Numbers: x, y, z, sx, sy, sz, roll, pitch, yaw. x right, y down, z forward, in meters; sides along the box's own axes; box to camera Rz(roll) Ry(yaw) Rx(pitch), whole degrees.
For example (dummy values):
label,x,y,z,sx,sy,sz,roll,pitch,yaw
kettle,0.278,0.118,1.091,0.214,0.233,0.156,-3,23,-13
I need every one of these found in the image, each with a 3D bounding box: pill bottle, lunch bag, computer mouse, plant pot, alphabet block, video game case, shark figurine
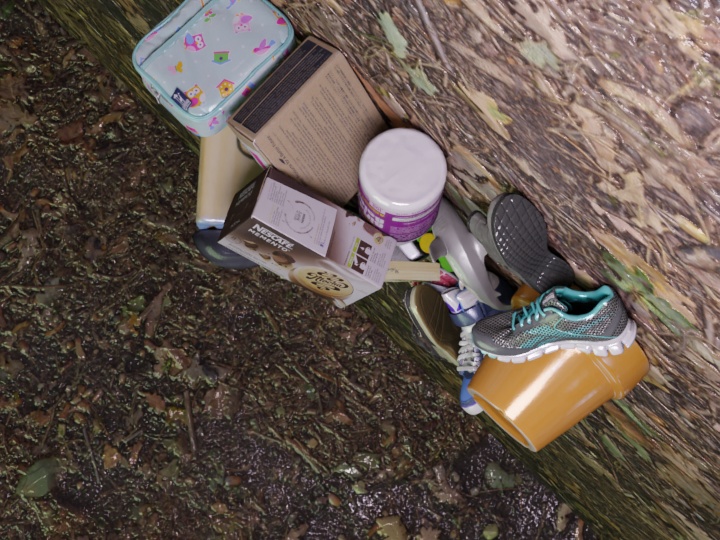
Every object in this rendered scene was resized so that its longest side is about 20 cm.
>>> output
label,x,y,z,sx,sy,sz,roll,pitch,yaw
pill bottle,0.051,-0.101,1.501,0.112,0.112,0.200,42,167,11
lunch bag,-0.197,-0.287,1.509,0.160,0.200,0.077,44,171,10
computer mouse,-0.154,-0.028,1.692,0.199,0.053,0.138,2,175,8
plant pot,0.246,0.132,1.514,0.200,0.183,0.200,43,173,7
alphabet block,-0.146,-0.151,1.733,0.195,0.201,0.196,4,174,-6
video game case,0.032,-0.097,1.753,0.200,0.023,0.182,52,-173,4
shark figurine,0.170,-0.012,1.580,0.215,0.089,0.128,54,-156,-14

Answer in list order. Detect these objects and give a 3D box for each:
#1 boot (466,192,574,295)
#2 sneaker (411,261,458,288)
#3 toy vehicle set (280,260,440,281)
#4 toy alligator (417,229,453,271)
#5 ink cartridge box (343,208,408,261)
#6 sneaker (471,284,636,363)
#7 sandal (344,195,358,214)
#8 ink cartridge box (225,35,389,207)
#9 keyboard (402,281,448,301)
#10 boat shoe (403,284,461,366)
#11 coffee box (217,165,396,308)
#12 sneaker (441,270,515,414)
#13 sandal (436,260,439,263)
label,x,y,z,sx,sy,sz,roll,pitch,yaw
boot,0.172,-0.041,1.397,0.131,0.068,0.200,34,170,44
sneaker,0.139,0.029,1.801,0.200,0.080,0.075,31,-145,-51
toy vehicle set,0.000,0.000,1.665,0.199,0.027,0.124,2,177,-31
toy alligator,0.088,-0.086,1.694,0.200,0.054,0.059,51,-160,13
ink cartridge box,0.017,-0.047,2.005,0.200,0.067,0.116,27,-179,-29
sneaker,0.227,0.054,1.377,0.078,0.199,0.091,-81,-24,-43
sandal,-0.018,-0.135,1.952,0.082,0.055,0.200,28,176,17
ink cartridge box,-0.059,-0.179,1.505,0.075,0.165,0.200,37,170,40
keyboard,0.159,0.054,1.765,0.200,0.056,0.011,15,-136,-33
boat shoe,0.107,0.089,1.726,0.066,0.072,0.201,-4,147,32
coffee box,-0.070,-0.040,1.489,0.200,0.080,0.113,29,152,-21
sneaker,0.159,0.095,1.695,0.146,0.200,0.081,34,164,-22
sandal,0.114,-0.047,1.770,0.200,0.048,0.075,39,171,40
